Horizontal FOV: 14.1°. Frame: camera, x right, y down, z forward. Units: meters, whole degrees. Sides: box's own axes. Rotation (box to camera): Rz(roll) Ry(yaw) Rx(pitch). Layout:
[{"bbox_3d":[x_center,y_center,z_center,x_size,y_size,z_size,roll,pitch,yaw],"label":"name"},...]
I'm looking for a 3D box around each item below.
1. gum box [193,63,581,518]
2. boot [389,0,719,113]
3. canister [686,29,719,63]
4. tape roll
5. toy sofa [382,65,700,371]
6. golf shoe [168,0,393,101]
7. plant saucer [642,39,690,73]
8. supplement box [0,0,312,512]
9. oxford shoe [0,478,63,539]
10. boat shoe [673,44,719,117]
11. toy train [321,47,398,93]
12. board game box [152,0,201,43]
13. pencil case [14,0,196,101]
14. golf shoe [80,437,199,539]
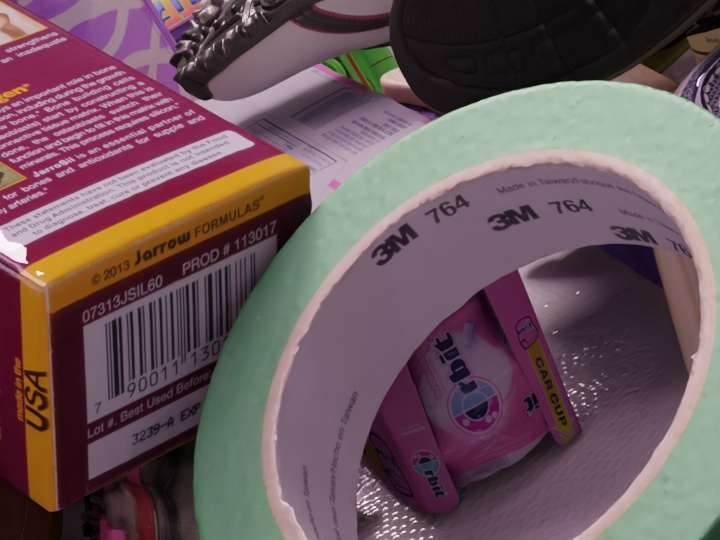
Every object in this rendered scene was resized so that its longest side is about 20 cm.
[{"bbox_3d":[0.000,0.000,1.032,0.066,0.114,0.200,-28,20,-11],"label":"gum box"},{"bbox_3d":[0.124,-0.109,0.972,0.203,0.074,0.154,-30,-13,28],"label":"boot"},{"bbox_3d":[0.166,-0.155,1.093,0.148,0.201,0.086,-35,21,-24],"label":"canister"},{"bbox_3d":[0.046,0.040,0.845,0.200,0.048,0.201,-19,49,24],"label":"tape roll"},{"bbox_3d":[0.085,-0.030,1.027,0.097,0.083,0.200,-22,20,-11],"label":"toy sofa"},{"bbox_3d":[0.027,-0.104,1.025,0.199,0.088,0.077,-31,23,10],"label":"golf shoe"},{"bbox_3d":[0.114,-0.131,1.185,0.200,0.200,0.031,-34,62,-23],"label":"plant saucer"},{"bbox_3d":[-0.122,-0.018,0.956,0.110,0.086,0.200,-25,40,-36],"label":"supplement box"},{"bbox_3d":[-0.181,0.108,1.062,0.200,0.071,0.072,-18,57,48],"label":"oxford shoe"},{"bbox_3d":[0.180,-0.094,0.884,0.199,0.093,0.075,-27,55,-5],"label":"boat shoe"},{"bbox_3d":[-0.016,-0.095,1.196,0.056,0.201,0.042,-27,-9,-23],"label":"toy train"},{"bbox_3d":[-0.113,-0.066,1.284,0.199,0.057,0.165,-31,-21,-13],"label":"board game box"},{"bbox_3d":[-0.088,-0.056,1.166,0.085,0.200,0.084,-27,30,11],"label":"pencil case"},{"bbox_3d":[-0.051,0.071,1.008,0.092,0.073,0.200,3,15,-8],"label":"golf shoe"}]
